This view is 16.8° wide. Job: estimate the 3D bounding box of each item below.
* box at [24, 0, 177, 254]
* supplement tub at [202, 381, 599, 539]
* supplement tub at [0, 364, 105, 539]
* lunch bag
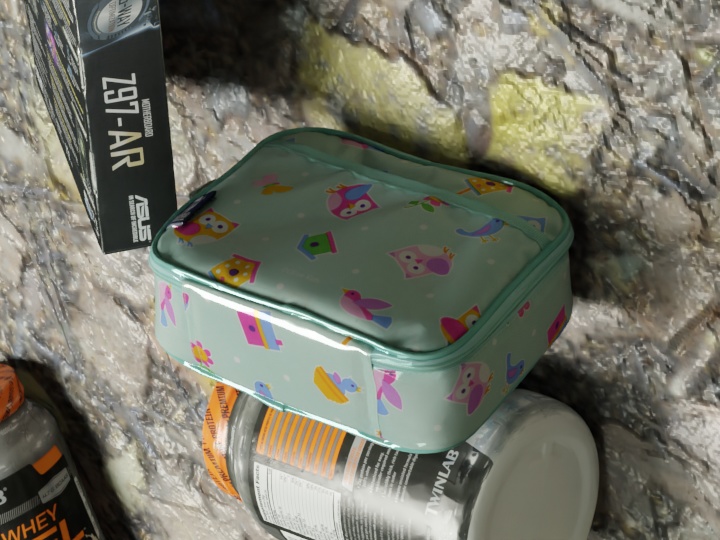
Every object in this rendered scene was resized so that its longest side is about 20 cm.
[{"bbox_3d":[-0.145,-0.128,1.300,0.200,0.043,0.160,-119,22,-54],"label":"box"},{"bbox_3d":[0.018,0.105,1.317,0.200,0.122,0.123,17,128,39],"label":"supplement tub"},{"bbox_3d":[-0.240,0.172,1.634,0.122,0.122,0.200,-1,116,46],"label":"supplement tub"},{"bbox_3d":[0.000,0.000,1.236,0.200,0.160,0.077,20,136,28],"label":"lunch bag"}]
